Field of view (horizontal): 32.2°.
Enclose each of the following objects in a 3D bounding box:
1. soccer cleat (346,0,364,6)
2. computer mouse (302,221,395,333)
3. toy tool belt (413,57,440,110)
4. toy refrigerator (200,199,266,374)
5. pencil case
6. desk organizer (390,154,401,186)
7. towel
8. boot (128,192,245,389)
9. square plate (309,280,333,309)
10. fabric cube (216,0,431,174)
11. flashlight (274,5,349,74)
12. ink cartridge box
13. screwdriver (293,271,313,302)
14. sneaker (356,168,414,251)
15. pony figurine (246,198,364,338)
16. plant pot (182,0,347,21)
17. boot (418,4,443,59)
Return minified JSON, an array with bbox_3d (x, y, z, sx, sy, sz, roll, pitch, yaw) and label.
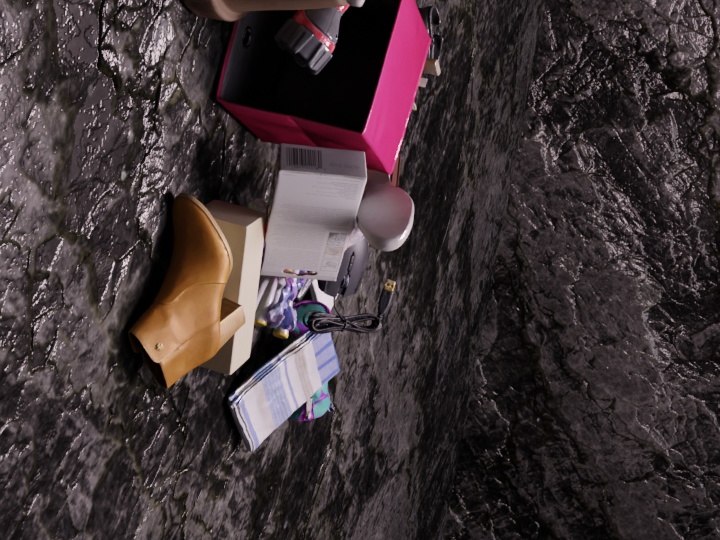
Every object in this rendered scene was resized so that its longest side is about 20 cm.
[{"bbox_3d":[0.032,-0.347,1.335,0.200,0.069,0.078,-46,153,-47],"label":"soccer cleat"},{"bbox_3d":[0.000,0.000,1.790,0.139,0.046,0.203,8,95,-31],"label":"computer mouse"},{"bbox_3d":[0.045,-0.261,1.920,0.201,0.121,0.126,108,-4,-49],"label":"toy tool belt"},{"bbox_3d":[-0.173,0.020,1.573,0.070,0.075,0.202,-43,144,-63],"label":"toy refrigerator"},{"bbox_3d":[-0.085,0.147,1.983,0.093,0.084,0.202,-107,-165,-51],"label":"pencil case"},{"bbox_3d":[0.020,-0.152,2.003,0.201,0.071,0.078,-83,167,-47],"label":"desk organizer"},{"bbox_3d":[-0.111,0.174,1.873,0.200,0.024,0.148,-40,146,-22],"label":"towel"},{"bbox_3d":[-0.215,0.028,1.452,0.144,0.070,0.203,-38,125,-34],"label":"boot"},{"bbox_3d":[-0.048,-0.039,2.053,0.201,0.028,0.200,79,30,-58],"label":"square plate"},{"bbox_3d":[-0.040,-0.256,1.558,0.199,0.198,0.199,36,69,-76],"label":"fabric cube"},{"bbox_3d":[-0.014,-0.322,1.427,0.201,0.068,0.068,-51,168,0],"label":"flashlight"},{"bbox_3d":[-0.064,-0.069,1.565,0.201,0.108,0.051,107,-16,-50],"label":"ink cartridge box"},{"bbox_3d":[-0.057,-0.034,1.925,0.028,0.029,0.201,49,61,-35],"label":"screwdriver"},{"bbox_3d":[0.029,-0.063,1.607,0.201,0.074,0.089,-106,-172,-60],"label":"sneaker"},{"bbox_3d":[-0.104,-0.014,1.703,0.193,0.165,0.202,157,-50,-68],"label":"pony figurine"},{"bbox_3d":[-0.085,-0.358,1.349,0.200,0.173,0.203,16,90,-74],"label":"plant pot"},{"bbox_3d":[0.061,-0.332,1.970,0.201,0.130,0.070,89,21,-46],"label":"boot"}]
